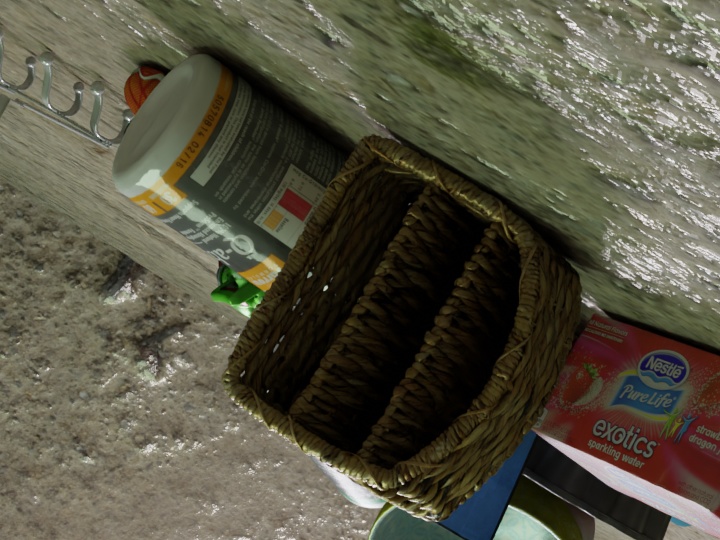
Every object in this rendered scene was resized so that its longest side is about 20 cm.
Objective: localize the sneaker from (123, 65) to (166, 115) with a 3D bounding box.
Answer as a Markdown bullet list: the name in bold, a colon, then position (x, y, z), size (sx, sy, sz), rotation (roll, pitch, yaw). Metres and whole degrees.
- **sneaker**: position (-0.151, -0.108, 1.354), size (0.073, 0.077, 0.200), rotation (35, -178, -33)

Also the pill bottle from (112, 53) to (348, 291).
- **pill bottle**: position (-0.069, -0.055, 1.226), size (0.199, 0.117, 0.116), rotation (35, 172, -22)

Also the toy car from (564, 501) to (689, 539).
- **toy car**: position (0.196, 0.223, 1.611), size (0.184, 0.201, 0.177), rotation (34, 172, -21)

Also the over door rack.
- **over door rack**: position (-0.319, -0.176, 1.600), size (0.147, 0.067, 0.199), rotation (29, -167, 25)

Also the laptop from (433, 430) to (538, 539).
- **laptop**: position (0.049, 0.073, 1.298), size (0.187, 0.116, 0.201), rotation (22, 142, 53)

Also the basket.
- **basket**: position (0.035, 0.043, 1.093), size (0.142, 0.201, 0.149), rotation (26, 170, 43)

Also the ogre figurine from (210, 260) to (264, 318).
- **ogre figurine**: position (-0.112, 0.003, 1.740), size (0.097, 0.202, 0.120), rotation (-10, -165, -20)

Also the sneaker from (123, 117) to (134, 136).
- **sneaker**: position (-0.160, -0.083, 1.570), size (0.200, 0.075, 0.106), rotation (37, 169, -39)

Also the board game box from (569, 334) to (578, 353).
- **board game box**: position (0.181, 0.080, 1.380), size (0.157, 0.039, 0.200), rotation (30, 180, 4)

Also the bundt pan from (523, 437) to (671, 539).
- **bundt pan**: position (0.182, 0.150, 1.431), size (0.201, 0.076, 0.202), rotation (29, 180, 0)

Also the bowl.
- **bowl**: position (0.113, 0.230, 1.515), size (0.198, 0.108, 0.202), rotation (10, 131, 12)

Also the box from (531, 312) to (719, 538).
- **box**: position (0.221, 0.111, 1.165), size (0.095, 0.100, 0.199), rotation (36, 172, -32)

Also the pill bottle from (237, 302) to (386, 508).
- **pill bottle**: position (-0.019, 0.112, 1.521), size (0.113, 0.113, 0.200), rotation (23, 157, 49)
